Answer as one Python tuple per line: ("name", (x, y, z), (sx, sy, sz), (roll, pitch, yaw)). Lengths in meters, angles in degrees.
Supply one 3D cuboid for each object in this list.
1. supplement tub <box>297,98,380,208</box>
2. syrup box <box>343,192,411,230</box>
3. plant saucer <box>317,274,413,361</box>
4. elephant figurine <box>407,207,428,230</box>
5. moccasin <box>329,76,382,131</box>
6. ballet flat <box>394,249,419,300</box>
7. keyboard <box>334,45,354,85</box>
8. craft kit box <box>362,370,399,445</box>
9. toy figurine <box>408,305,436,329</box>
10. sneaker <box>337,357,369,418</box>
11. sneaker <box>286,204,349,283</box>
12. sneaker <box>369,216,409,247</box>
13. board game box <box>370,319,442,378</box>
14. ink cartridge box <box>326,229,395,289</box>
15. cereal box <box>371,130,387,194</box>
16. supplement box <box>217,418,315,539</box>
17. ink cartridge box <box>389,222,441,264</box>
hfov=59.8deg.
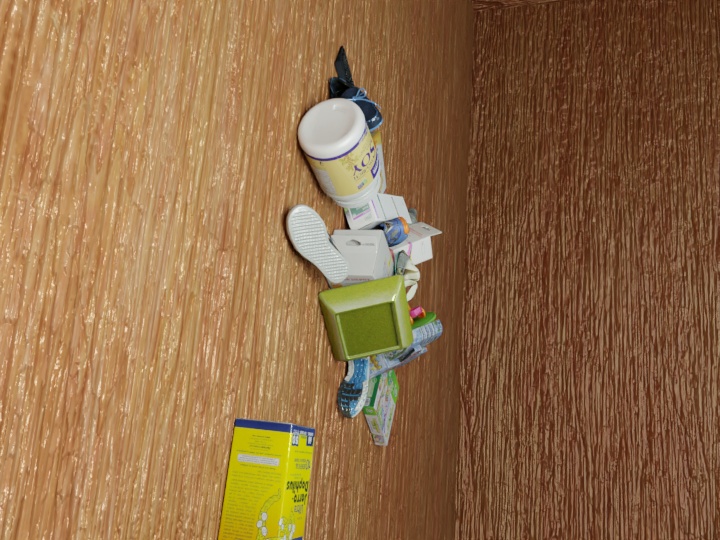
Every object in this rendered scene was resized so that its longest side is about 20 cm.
("supplement tub", (-0.037, -0.242, 1.322), (0.201, 0.141, 0.149), (62, 33, -55))
("syrup box", (0.046, -0.144, 1.595), (0.198, 0.078, 0.083), (-1, 69, -59))
("plant saucer", (0.018, 0.123, 1.413), (0.048, 0.194, 0.204), (-101, 179, -57))
("elephant figurine", (0.114, -0.115, 1.858), (0.144, 0.152, 0.200), (-63, -152, 13))
("moccasin", (-0.023, -0.368, 1.381), (0.080, 0.200, 0.069), (-37, 135, -10))
("ballet flat", (0.107, 0.024, 1.500), (0.202, 0.070, 0.073), (-69, 153, -49))
("keyboard", (-0.018, -0.443, 1.552), (0.202, 0.039, 0.106), (68, 27, -48))
("craft kit box", (0.060, 0.365, 1.813), (0.200, 0.047, 0.203), (76, 23, -45))
("toy figurine", (0.106, 0.074, 1.824), (0.148, 0.198, 0.188), (-26, 99, -33))
("sneaker", (-0.006, 0.279, 1.561), (0.088, 0.073, 0.204), (76, 23, -53))
("sneaker", (-0.097, -0.060, 1.262), (0.079, 0.078, 0.202), (45, -10, 51))
("sneaker", (0.033, -0.068, 1.546), (0.077, 0.200, 0.077), (-1, 57, -41))
("board game box", (0.106, 0.222, 1.708), (0.197, 0.199, 0.063), (-17, 73, -42))
("ink cartridge box", (0.000, 0.000, 1.476), (0.202, 0.125, 0.128), (65, 31, -51))
("cereal box", (0.031, -0.260, 1.706), (0.145, 0.038, 0.205), (-59, 145, -55))
("supplement box", (-0.151, 0.357, 1.035), (0.109, 0.106, 0.206), (43, 50, -66))
("ink cartridge box", (0.115, -0.061, 1.688), (0.116, 0.196, 0.069), (36, -39, 56))
